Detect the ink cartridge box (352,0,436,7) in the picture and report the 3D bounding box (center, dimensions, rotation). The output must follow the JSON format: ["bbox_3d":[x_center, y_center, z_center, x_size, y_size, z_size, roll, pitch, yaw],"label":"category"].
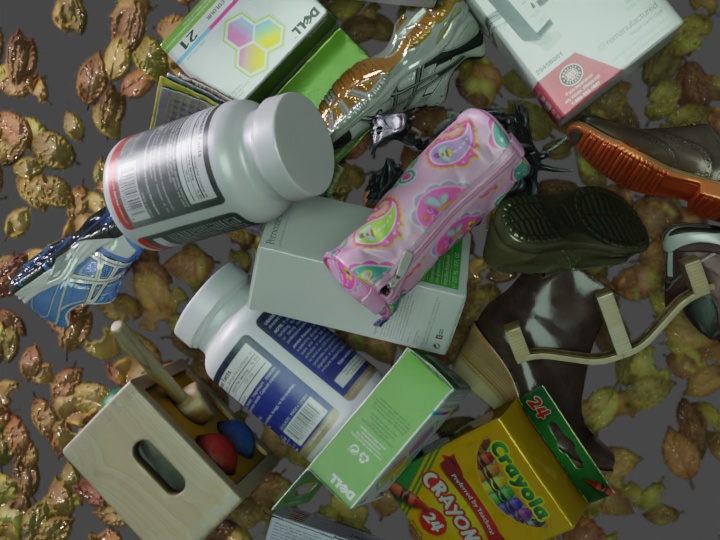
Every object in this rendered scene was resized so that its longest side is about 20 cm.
[{"bbox_3d":[0.026,-0.363,0.951,0.145,0.087,0.201,17,84,37],"label":"ink cartridge box"}]

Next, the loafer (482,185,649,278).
[{"bbox_3d":[0.193,-0.035,0.961,0.067,0.199,0.076,-45,53,46],"label":"loafer"}]

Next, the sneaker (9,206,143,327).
[{"bbox_3d":[-0.272,-0.015,1.072,0.200,0.076,0.077,-32,114,7],"label":"sneaker"}]

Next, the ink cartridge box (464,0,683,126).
[{"bbox_3d":[0.190,-0.265,0.974,0.145,0.085,0.200,-38,85,9],"label":"ink cartridge box"}]

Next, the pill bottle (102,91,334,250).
[{"bbox_3d":[-0.131,-0.092,0.937,0.199,0.116,0.116,-12,91,30],"label":"pill bottle"}]

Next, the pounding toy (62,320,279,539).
[{"bbox_3d":[-0.188,0.159,1.002,0.142,0.184,0.200,-45,86,8],"label":"pounding toy"}]

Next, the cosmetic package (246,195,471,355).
[{"bbox_3d":[0.000,0.000,0.981,0.199,0.108,0.085,14,130,-3],"label":"cosmetic package"}]

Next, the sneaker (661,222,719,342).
[{"bbox_3d":[0.390,0.020,0.972,0.199,0.076,0.116,7,99,18],"label":"sneaker"}]

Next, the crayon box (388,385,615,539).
[{"bbox_3d":[0.130,0.210,0.982,0.200,0.051,0.127,-37,87,36],"label":"crayon box"}]

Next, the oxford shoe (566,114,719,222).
[{"bbox_3d":[0.300,-0.113,0.983,0.199,0.071,0.073,25,77,2],"label":"oxford shoe"}]

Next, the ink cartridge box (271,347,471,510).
[{"bbox_3d":[0.014,0.169,0.956,0.059,0.104,0.200,41,95,16],"label":"ink cartridge box"}]

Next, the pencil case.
[{"bbox_3d":[0.059,-0.048,0.883,0.087,0.087,0.200,43,81,4],"label":"pencil case"}]

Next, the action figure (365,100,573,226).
[{"bbox_3d":[0.102,-0.108,0.989,0.199,0.102,0.119,1,79,-21],"label":"action figure"}]

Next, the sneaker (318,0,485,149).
[{"bbox_3d":[0.041,-0.178,0.989,0.200,0.076,0.088,-42,128,12],"label":"sneaker"}]

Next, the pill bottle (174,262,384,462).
[{"bbox_3d":[-0.084,0.090,1.018,0.200,0.116,0.116,40,98,4],"label":"pill bottle"}]

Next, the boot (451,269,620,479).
[{"bbox_3d":[0.207,0.092,0.996,0.200,0.072,0.167,38,100,8],"label":"boot"}]

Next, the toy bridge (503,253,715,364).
[{"bbox_3d":[0.240,0.050,0.955,0.199,0.027,0.067,-21,100,7],"label":"toy bridge"}]

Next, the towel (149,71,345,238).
[{"bbox_3d":[-0.128,-0.103,1.020,0.199,0.023,0.144,29,132,-1],"label":"towel"}]

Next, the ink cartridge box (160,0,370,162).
[{"bbox_3d":[-0.076,-0.204,1.020,0.148,0.076,0.200,-45,85,8],"label":"ink cartridge box"}]

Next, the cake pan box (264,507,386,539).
[{"bbox_3d":[-0.023,0.365,1.058,0.199,0.052,0.185,16,97,7],"label":"cake pan box"}]
